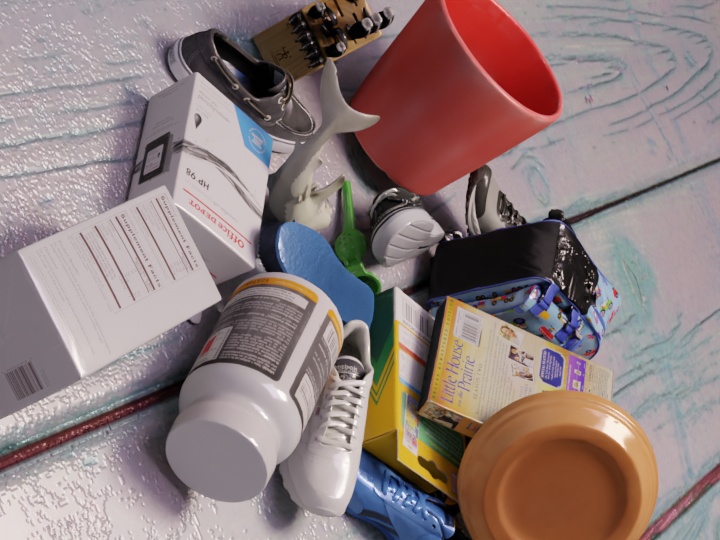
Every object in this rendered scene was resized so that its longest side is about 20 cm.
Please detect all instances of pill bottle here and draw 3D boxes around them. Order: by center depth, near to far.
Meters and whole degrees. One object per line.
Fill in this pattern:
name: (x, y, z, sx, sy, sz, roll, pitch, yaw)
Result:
pill bottle: (-0.094, 0.102, 1.510, 0.117, 0.116, 0.201, 53, 36, -21)

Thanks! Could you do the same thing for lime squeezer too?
lime squeezer: (0.000, 0.000, 1.791, 0.071, 0.037, 0.202, 62, 9, -82)

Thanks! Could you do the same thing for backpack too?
backpack: (0.189, 0.045, 1.900, 0.200, 0.181, 0.135, 45, 46, -41)

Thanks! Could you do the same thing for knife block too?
knife block: (-0.015, -0.261, 1.783, 0.064, 0.175, 0.200, 63, 33, -7)

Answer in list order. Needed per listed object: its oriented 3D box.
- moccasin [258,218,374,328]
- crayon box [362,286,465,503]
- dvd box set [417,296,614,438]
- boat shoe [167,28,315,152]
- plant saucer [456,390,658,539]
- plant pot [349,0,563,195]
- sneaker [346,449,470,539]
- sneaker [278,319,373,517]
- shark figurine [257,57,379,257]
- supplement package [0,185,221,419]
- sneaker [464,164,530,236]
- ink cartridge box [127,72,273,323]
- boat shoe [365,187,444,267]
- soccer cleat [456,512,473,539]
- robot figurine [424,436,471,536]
moccasin: (-0.055, 0.017, 1.638, 0.200, 0.068, 0.081, 49, 49, -52)
crayon box: (0.052, 0.134, 1.718, 0.126, 0.051, 0.201, 39, 39, -41)
dvd box set: (0.159, 0.123, 1.717, 0.199, 0.029, 0.147, 24, 44, -11)
boat shoe: (-0.103, -0.184, 1.711, 0.200, 0.066, 0.070, 35, 45, -40)
plant saucer: (0.194, 0.215, 1.657, 0.201, 0.199, 0.037, 56, 8, -17)
plant pot: (0.096, -0.190, 1.871, 0.200, 0.177, 0.201, 36, 30, -25)
sneaker: (0.045, 0.229, 1.670, 0.200, 0.078, 0.066, 48, 40, -25)
sneaker: (-0.026, 0.137, 1.599, 0.076, 0.081, 0.201, 18, 46, -16)
shark figurine: (-0.069, -0.101, 1.663, 0.128, 0.215, 0.090, -35, 70, -29)
supplement package: (-0.224, 0.023, 1.371, 0.200, 0.113, 0.110, -32, 96, -56)
sneaker: (0.169, -0.047, 1.961, 0.074, 0.079, 0.201, -77, 153, -42)
ink cartridge box: (-0.149, -0.066, 1.574, 0.116, 0.066, 0.201, 40, 42, -37)
boat shoe: (0.036, -0.050, 1.814, 0.071, 0.072, 0.200, 51, 6, 8)
soccer cleat: (0.174, 0.206, 1.739, 0.086, 0.070, 0.200, 45, 65, -16)
robot figurine: (0.124, 0.197, 1.817, 0.145, 0.058, 0.201, 43, 40, -31)
